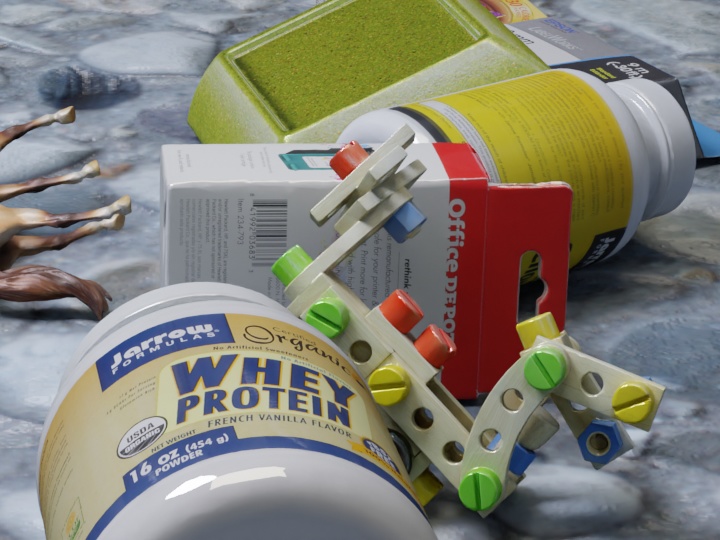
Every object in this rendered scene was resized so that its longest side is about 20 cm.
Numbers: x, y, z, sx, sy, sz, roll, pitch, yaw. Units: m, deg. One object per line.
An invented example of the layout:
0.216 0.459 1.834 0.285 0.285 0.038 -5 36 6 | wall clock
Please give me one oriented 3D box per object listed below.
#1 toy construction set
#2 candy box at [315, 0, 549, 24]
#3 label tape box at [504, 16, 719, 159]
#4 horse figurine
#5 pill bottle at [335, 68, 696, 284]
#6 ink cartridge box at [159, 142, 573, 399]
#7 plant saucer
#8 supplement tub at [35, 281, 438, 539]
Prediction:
0.032 0.030 1.149 0.200 0.131 0.092 51 14 19 | toy construction set
0.049 -0.173 1.763 0.116 0.057 0.200 -4 25 -15 | candy box
0.131 -0.111 1.608 0.199 0.064 0.144 -11 26 -27 | label tape box
-0.200 -0.031 1.398 0.132 0.050 0.200 -17 33 -13 | horse figurine
0.087 -0.049 1.394 0.199 0.113 0.112 -15 28 -35 | pill bottle
0.000 0.000 1.262 0.199 0.117 0.067 0 20 -7 | ink cartridge box
0.001 -0.116 1.526 0.199 0.048 0.200 -26 32 -7 | plant saucer
-0.051 0.098 0.987 0.144 0.145 0.200 -3 23 -11 | supplement tub
